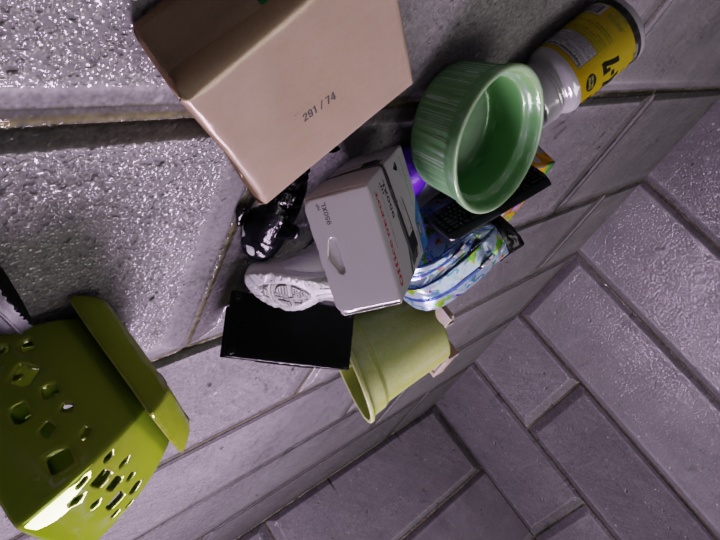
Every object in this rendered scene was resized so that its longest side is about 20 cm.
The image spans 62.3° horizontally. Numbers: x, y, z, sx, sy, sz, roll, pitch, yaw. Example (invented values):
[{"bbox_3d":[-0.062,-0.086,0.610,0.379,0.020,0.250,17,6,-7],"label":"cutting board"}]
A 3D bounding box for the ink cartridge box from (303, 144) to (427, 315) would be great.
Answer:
[{"bbox_3d":[0.016,-0.058,0.748,0.082,0.148,0.201,-12,-161,20],"label":"ink cartridge box"}]

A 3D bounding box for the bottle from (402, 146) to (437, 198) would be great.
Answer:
[{"bbox_3d":[0.081,-0.149,0.911,0.198,0.066,0.084,-24,154,-38],"label":"bottle"}]

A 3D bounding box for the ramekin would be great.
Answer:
[{"bbox_3d":[0.160,-0.192,0.834,0.198,0.097,0.204,-25,130,-35],"label":"ramekin"}]

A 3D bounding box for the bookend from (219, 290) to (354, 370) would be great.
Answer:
[{"bbox_3d":[-0.140,0.101,0.947,0.194,0.095,0.199,11,168,-25],"label":"bookend"}]

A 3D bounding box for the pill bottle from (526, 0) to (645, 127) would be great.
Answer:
[{"bbox_3d":[0.337,-0.325,0.941,0.199,0.115,0.115,-39,160,-4],"label":"pill bottle"}]

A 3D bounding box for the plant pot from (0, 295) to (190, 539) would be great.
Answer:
[{"bbox_3d":[-0.313,0.164,0.677,0.180,0.199,0.201,-37,160,-23],"label":"plant pot"}]

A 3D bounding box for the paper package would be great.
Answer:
[{"bbox_3d":[-0.065,-0.187,0.526,0.199,0.104,0.191,-39,160,-2],"label":"paper package"}]

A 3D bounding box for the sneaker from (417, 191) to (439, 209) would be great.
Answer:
[{"bbox_3d":[0.118,-0.072,1.072,0.074,0.100,0.202,-22,145,-26],"label":"sneaker"}]

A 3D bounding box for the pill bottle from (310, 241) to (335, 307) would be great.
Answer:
[{"bbox_3d":[0.000,0.000,1.001,0.114,0.114,0.199,-48,158,21],"label":"pill bottle"}]

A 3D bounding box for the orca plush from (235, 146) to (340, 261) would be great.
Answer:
[{"bbox_3d":[-0.086,-0.075,0.758,0.200,0.071,0.105,-48,158,19],"label":"orca plush"}]

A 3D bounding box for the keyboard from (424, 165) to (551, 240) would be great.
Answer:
[{"bbox_3d":[0.182,-0.118,0.912,0.197,0.127,0.021,-29,127,-16],"label":"keyboard"}]

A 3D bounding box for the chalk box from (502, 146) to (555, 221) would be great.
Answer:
[{"bbox_3d":[0.226,-0.154,1.077,0.123,0.126,0.201,-18,151,-45],"label":"chalk box"}]

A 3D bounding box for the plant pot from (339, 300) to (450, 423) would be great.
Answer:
[{"bbox_3d":[0.053,0.136,1.061,0.181,0.203,0.202,-23,156,-13],"label":"plant pot"}]

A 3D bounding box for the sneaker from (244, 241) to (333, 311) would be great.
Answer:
[{"bbox_3d":[-0.068,-0.003,0.853,0.195,0.101,0.079,1,142,-14],"label":"sneaker"}]

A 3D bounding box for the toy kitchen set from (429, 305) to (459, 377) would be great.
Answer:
[{"bbox_3d":[0.202,0.104,1.442,0.178,0.201,0.164,-20,153,-41],"label":"toy kitchen set"}]

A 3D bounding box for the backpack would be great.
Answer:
[{"bbox_3d":[0.131,-0.033,0.954,0.201,0.164,0.153,-48,137,7],"label":"backpack"}]

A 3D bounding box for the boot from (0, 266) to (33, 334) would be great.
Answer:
[{"bbox_3d":[-0.373,0.026,0.457,0.161,0.073,0.200,-36,152,-19],"label":"boot"}]
